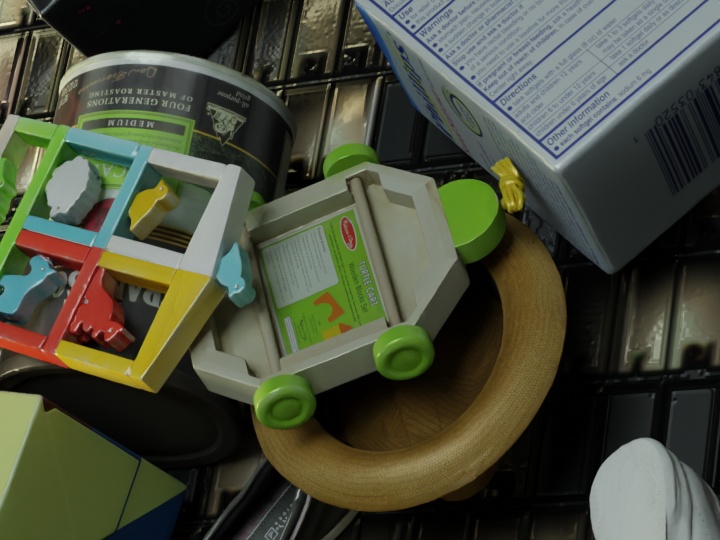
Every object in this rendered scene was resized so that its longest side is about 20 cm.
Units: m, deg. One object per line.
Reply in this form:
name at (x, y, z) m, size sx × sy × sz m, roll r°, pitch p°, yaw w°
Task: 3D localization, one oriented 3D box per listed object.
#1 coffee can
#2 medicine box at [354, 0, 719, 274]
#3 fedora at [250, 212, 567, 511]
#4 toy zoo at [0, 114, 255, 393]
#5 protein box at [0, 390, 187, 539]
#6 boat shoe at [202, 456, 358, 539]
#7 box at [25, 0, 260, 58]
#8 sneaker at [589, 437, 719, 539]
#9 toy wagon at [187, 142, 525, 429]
coffee can at (-0.124, -0.005, 1.679) m, size 0.146 × 0.146 × 0.201 m, roll -6°, pitch 61°, yaw 30°
medicine box at (0.132, -0.131, 1.593) m, size 0.182 × 0.103 × 0.200 m, roll -40°, pitch 48°, yaw -7°
fedora at (0.036, 0.060, 1.576) m, size 0.200 × 0.082 × 0.201 m, roll -17°, pitch 47°, yaw 19°
toy zoo at (-0.141, -0.009, 1.585) m, size 0.199 × 0.020 × 0.132 m, roll 15°, pitch 71°, yaw 33°
protein box at (-0.239, 0.179, 1.647) m, size 0.199 × 0.135 × 0.199 m, roll 3°, pitch 66°, yaw 40°
boat shoe at (-0.077, 0.172, 1.608) m, size 0.067 × 0.057 × 0.200 m, roll 36°, pitch 87°, yaw 40°
box at (-0.116, -0.223, 1.810) m, size 0.200 × 0.122 × 0.106 m, roll -43°, pitch 49°, yaw 6°
sneaker at (0.164, 0.182, 1.427) m, size 0.075 × 0.088 × 0.201 m, roll -29°, pitch 43°, yaw 38°
toy wagon at (0.000, 0.000, 1.555) m, size 0.199 × 0.040 × 0.156 m, roll -22°, pitch 46°, yaw 7°
